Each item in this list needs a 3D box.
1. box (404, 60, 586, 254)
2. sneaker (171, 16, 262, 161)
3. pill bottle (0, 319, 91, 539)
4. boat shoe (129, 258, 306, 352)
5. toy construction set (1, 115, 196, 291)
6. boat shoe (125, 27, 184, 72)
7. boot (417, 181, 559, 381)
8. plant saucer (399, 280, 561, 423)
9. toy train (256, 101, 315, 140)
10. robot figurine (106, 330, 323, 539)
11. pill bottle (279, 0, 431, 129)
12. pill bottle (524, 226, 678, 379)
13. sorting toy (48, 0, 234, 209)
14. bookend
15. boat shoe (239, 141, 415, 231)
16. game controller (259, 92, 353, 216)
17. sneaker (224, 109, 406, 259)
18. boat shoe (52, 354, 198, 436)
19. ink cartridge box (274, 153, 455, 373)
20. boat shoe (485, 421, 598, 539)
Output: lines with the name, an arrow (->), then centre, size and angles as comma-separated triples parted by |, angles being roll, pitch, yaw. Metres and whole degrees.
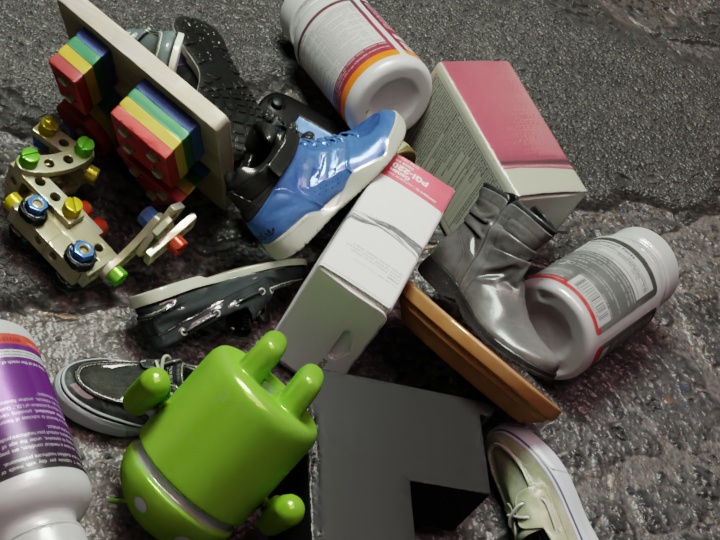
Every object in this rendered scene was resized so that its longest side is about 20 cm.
box -> 0.143, -0.123, 1.508 | 0.108, 0.128, 0.201 | -6, 57, -34
sneaker -> -0.163, -0.169, 1.391 | 0.075, 0.088, 0.201 | 10, 41, -34
pill bottle -> -0.282, 0.146, 1.046 | 0.112, 0.113, 0.201 | -9, 57, -35
boat shoe -> -0.126, 0.034, 1.269 | 0.198, 0.074, 0.067 | -14, 89, -47
toy construction set -> -0.257, -0.056, 1.259 | 0.199, 0.093, 0.131 | 34, 43, 16
boat shoe -> -0.225, -0.210, 1.350 | 0.061, 0.200, 0.073 | 17, 89, -19
boot -> 0.156, 0.005, 1.342 | 0.200, 0.132, 0.070 | 46, 11, 29
plant saucer -> 0.110, 0.086, 1.307 | 0.200, 0.038, 0.200 | 40, 1, -1
toy train -> -0.111, -0.151, 1.403 | 0.199, 0.046, 0.034 | 32, -6, 40
robot figurine -> -0.116, 0.144, 1.100 | 0.175, 0.200, 0.116 | 42, 5, -4
pill bottle -> -0.010, -0.247, 1.524 | 0.109, 0.110, 0.200 | -6, 43, -33
pill bottle -> 0.256, 0.030, 1.451 | 0.199, 0.114, 0.114 | -28, 69, -43
sorting toy -> -0.219, -0.143, 1.289 | 0.200, 0.199, 0.070 | 40, 74, 10
bookend -> 0.025, 0.207, 1.184 | 0.198, 0.092, 0.200 | 12, 49, -22
boat shoe -> -0.041, -0.098, 1.403 | 0.199, 0.074, 0.065 | -20, 55, -17
game controller -> -0.035, -0.117, 1.465 | 0.199, 0.042, 0.105 | 29, 44, -4
sneaker -> -0.047, -0.116, 1.290 | 0.200, 0.077, 0.111 | -46, 109, -20
boat shoe -> -0.168, 0.104, 1.176 | 0.198, 0.071, 0.073 | 10, 48, -22
ink cartridge box -> 0.000, 0.000, 1.307 | 0.084, 0.146, 0.201 | 32, 43, -3
boat shoe -> 0.172, 0.235, 1.258 | 0.062, 0.072, 0.201 | -14, 63, -40
